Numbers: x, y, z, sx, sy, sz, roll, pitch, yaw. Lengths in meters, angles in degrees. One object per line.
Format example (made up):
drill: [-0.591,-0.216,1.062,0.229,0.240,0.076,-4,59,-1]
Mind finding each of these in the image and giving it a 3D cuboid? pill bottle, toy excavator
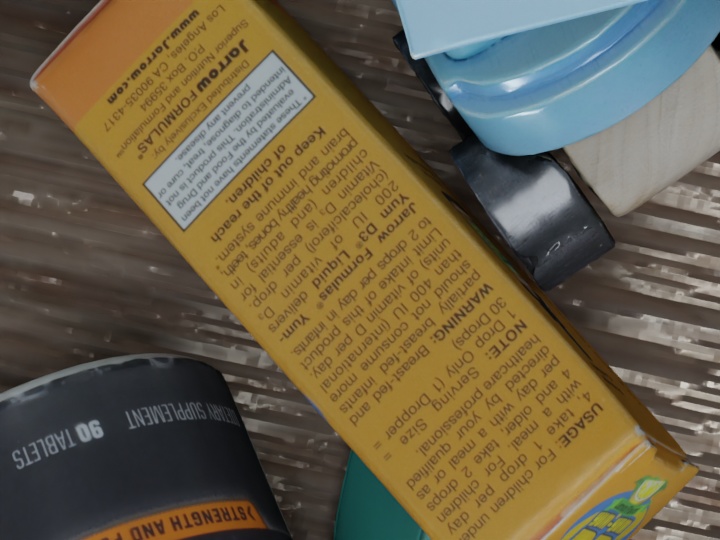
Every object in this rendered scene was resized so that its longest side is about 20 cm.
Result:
pill bottle: [-0.050,0.132,0.820,0.106,0.106,0.200,-26,70,5]
toy excavator: [0.023,-0.125,0.811,0.100,0.194,0.200,-33,126,6]

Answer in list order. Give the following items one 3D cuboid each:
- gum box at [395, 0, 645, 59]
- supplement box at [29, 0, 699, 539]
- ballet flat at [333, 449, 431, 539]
gum box: [0.068,-0.163,0.643,0.170,0.045,0.200,-13,97,17]
supplement box: [0.000,0.000,0.817,0.069,0.067,0.200,-46,68,6]
ballet flat: [0.018,0.104,0.885,0.063,0.069,0.200,13,103,-30]
